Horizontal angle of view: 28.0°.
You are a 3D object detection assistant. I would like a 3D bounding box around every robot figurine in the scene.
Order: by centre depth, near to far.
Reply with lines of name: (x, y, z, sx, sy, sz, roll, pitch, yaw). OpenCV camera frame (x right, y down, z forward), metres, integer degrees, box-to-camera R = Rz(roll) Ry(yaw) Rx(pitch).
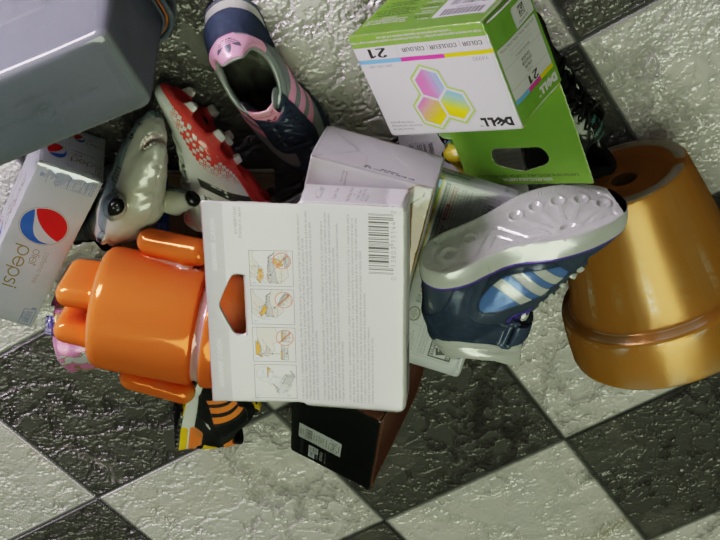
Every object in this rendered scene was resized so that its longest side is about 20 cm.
robot figurine: (-0.178, 0.042, 1.327, 0.198, 0.145, 0.117, 11, 169, 1)

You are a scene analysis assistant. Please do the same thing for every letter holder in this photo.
letter holder: (0.003, 0.116, 1.513, 0.100, 0.143, 0.200, 25, 154, 10)

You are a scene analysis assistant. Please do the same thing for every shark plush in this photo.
shark plush: (-0.217, -0.070, 1.341, 0.090, 0.084, 0.200, -12, 166, -25)

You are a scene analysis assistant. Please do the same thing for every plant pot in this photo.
plant pot: (0.278, -0.018, 1.394, 0.199, 0.201, 0.184, -18, 117, 9)

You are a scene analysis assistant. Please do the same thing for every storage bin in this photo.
storage bin: (-0.261, -0.184, 1.192, 0.199, 0.135, 0.146, -21, 132, 11)

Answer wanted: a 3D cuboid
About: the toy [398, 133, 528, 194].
toy: (0.114, -0.060, 1.412, 0.114, 0.047, 0.201, -4, 128, 16)

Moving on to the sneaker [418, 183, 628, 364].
sneaker: (0.151, 0.013, 1.314, 0.199, 0.081, 0.147, -19, 133, -5)

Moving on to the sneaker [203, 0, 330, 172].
sneaker: (-0.082, -0.145, 1.287, 0.070, 0.082, 0.200, -24, 131, 14)

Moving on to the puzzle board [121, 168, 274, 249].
puzzle board: (-0.162, -0.022, 1.436, 0.149, 0.017, 0.201, 0, 132, -5)

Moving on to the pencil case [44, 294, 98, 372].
pencil case: (-0.207, 0.044, 1.426, 0.198, 0.083, 0.087, -9, 144, 3)

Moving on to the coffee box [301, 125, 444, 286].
coffee box: (-0.004, -0.014, 1.306, 0.114, 0.080, 0.201, 16, 118, 3)

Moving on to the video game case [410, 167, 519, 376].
video game case: (0.035, -0.011, 1.360, 0.181, 0.023, 0.201, 17, 118, 1)

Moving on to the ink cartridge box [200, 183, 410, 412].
ink cartridge box: (-0.045, 0.024, 1.259, 0.175, 0.045, 0.201, 3, 116, 6)

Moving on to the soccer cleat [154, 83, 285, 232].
soccer cleat: (-0.140, -0.083, 1.332, 0.085, 0.069, 0.200, -32, 123, 8)

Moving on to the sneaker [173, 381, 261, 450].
sneaker: (-0.145, 0.123, 1.539, 0.089, 0.070, 0.201, 4, 140, -16)

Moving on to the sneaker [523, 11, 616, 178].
sneaker: (0.181, -0.157, 1.303, 0.079, 0.076, 0.200, 13, 148, 32)

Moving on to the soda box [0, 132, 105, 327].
soda box: (-0.305, -0.042, 1.363, 0.063, 0.068, 0.200, 18, 127, -22)

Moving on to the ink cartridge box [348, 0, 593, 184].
ink cartridge box: (0.100, -0.139, 1.247, 0.147, 0.076, 0.201, 2, 127, 42)
